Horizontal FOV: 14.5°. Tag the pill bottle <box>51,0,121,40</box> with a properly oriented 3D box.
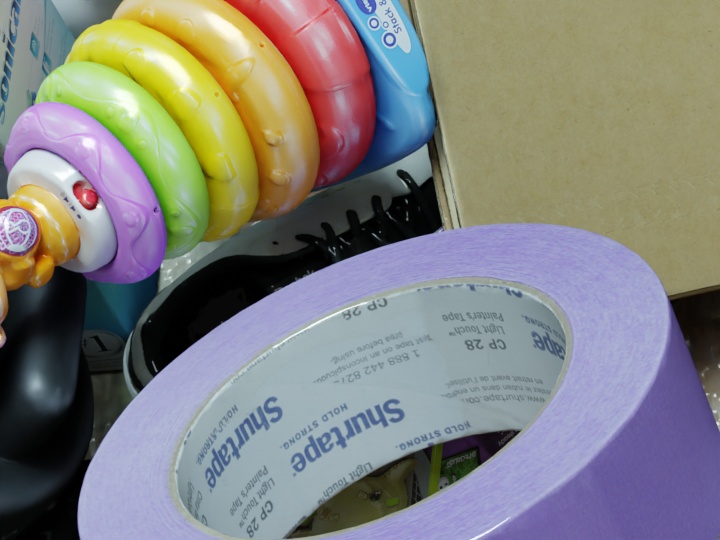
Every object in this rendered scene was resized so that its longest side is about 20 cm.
[{"bbox_3d":[-0.152,-0.149,1.116,0.200,0.112,0.113,8,62,35],"label":"pill bottle"}]

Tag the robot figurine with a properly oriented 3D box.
[{"bbox_3d":[-0.175,0.062,1.022,0.150,0.200,0.125,52,40,3],"label":"robot figurine"}]

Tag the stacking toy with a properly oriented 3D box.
[{"bbox_3d":[-0.081,-0.038,0.964,0.200,0.116,0.110,-40,11,-32],"label":"stacking toy"}]

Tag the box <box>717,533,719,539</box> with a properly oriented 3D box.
[{"bbox_3d":[0.098,0.146,0.930,0.200,0.124,0.098,-22,56,2],"label":"box"}]

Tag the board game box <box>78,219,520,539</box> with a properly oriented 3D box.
[{"bbox_3d":[0.011,0.077,1.017,0.200,0.032,0.120,-40,89,-10],"label":"board game box"}]

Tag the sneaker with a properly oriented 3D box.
[{"bbox_3d":[0.000,0.000,1.062,0.200,0.080,0.074,-33,83,-2],"label":"sneaker"}]

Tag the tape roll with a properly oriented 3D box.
[{"bbox_3d":[0.013,0.067,0.901,0.200,0.066,0.200,-19,28,10],"label":"tape roll"}]

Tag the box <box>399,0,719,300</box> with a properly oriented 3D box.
[{"bbox_3d":[0.117,-0.074,1.025,0.200,0.021,0.164,-12,90,-16],"label":"box"}]

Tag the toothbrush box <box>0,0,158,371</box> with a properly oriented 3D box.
[{"bbox_3d":[-0.173,-0.039,1.072,0.146,0.200,0.085,-4,59,13],"label":"toothbrush box"}]
